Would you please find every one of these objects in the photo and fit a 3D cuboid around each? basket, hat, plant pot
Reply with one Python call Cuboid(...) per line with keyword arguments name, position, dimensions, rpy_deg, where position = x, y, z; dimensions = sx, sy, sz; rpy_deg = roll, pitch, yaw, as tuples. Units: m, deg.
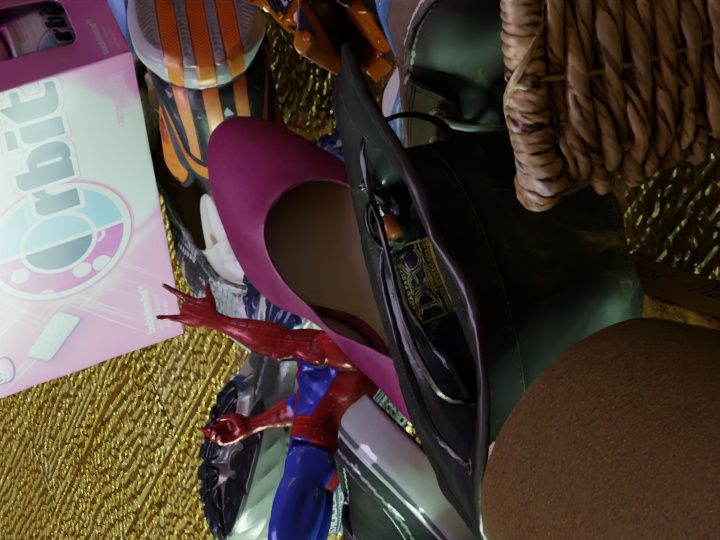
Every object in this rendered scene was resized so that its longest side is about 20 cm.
Cuboid(name="basket", position=(0.071, -0.137, 0.859), dimensions=(0.143, 0.148, 0.202), rpy_deg=(25, 127, 60))
Cuboid(name="hat", position=(0.050, 0.004, 0.923), dimensions=(0.201, 0.080, 0.202), rpy_deg=(165, 90, -85))
Cuboid(name="plant pot", position=(0.129, 0.104, 0.797), dimensions=(0.200, 0.185, 0.188), rpy_deg=(38, 138, 41))

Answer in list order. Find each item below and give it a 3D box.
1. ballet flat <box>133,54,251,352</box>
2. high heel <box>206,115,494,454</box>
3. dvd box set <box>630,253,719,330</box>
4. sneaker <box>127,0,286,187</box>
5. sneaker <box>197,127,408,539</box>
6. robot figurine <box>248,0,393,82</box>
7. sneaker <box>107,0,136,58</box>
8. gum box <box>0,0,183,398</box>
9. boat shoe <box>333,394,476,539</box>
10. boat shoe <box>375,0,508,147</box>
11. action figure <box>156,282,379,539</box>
Cuboid(name="ballet flat", position=(-0.064, -0.036, 1.293), dimensions=(0.201, 0.072, 0.072), rpy_deg=(58, 151, 35))
Cuboid(name="high heel", position=(0.000, 0.000, 1.072), dimensions=(0.201, 0.067, 0.096), rpy_deg=(56, 171, 22))
Cuboid(name="dvd box set", position=(0.111, 0.069, 1.032), dimensions=(0.200, 0.029, 0.148), rpy_deg=(22, 122, 61))
Cuboid(name="sneaker", position=(-0.075, -0.111, 1.242), dimensions=(0.201, 0.077, 0.113), rpy_deg=(-94, -2, -47))
Cuboid(name="sneaker", position=(-0.007, 0.029, 1.220), dimensions=(0.077, 0.085, 0.201), rpy_deg=(45, 120, 57))
Cuboid(name="robot figurine", position=(-0.048, -0.148, 1.098), dimensions=(0.200, 0.058, 0.145), rpy_deg=(41, -175, -30))
Cuboid(name="sneaker", position=(-0.190, -0.179, 1.396), dimensions=(0.201, 0.146, 0.081), rpy_deg=(66, 154, 19))
Cuboid(name="gum box", position=(-0.156, -0.039, 1.276), dimensions=(0.201, 0.113, 0.066), rpy_deg=(84, 163, -46))
Cuboid(name="boat shoe", position=(0.024, 0.119, 1.121), dimensions=(0.069, 0.057, 0.200), rpy_deg=(44, 171, 33))
Cuboid(name="boat shoe", position=(0.046, -0.065, 1.016), dimensions=(0.200, 0.072, 0.073), rpy_deg=(86, 174, -69))
Cuboid(name="action figure", position=(-0.046, 0.084, 1.136), dimensions=(0.065, 0.098, 0.201), rpy_deg=(58, -134, -73))
